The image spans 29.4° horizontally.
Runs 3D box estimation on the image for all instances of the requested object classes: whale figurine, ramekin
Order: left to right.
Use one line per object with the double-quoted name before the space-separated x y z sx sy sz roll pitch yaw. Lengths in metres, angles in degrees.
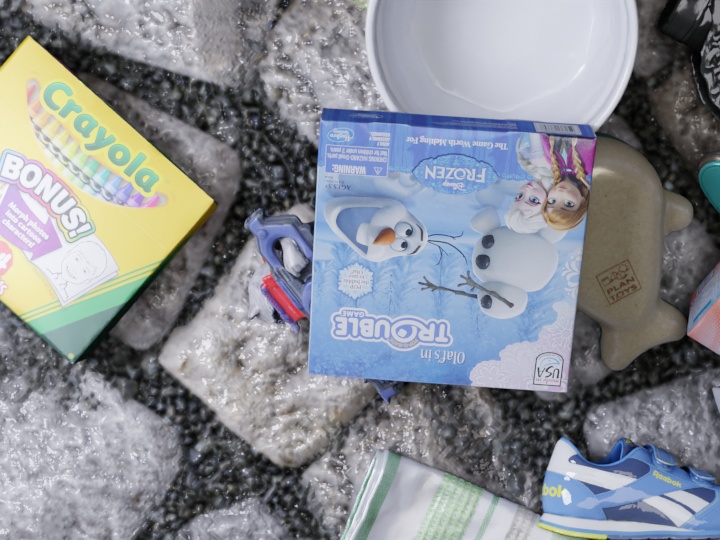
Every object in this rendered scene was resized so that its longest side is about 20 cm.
"ramekin" 0.106 -0.186 1.038 0.199 0.105 0.201 2 109 5
"whale figurine" 0.189 -0.020 1.100 0.159 0.104 0.201 -30 115 6

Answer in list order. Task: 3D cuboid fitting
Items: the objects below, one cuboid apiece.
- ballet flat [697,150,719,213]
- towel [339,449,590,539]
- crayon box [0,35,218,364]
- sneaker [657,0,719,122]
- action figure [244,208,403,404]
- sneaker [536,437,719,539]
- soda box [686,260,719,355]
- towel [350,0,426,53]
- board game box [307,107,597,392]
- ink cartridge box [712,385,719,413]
"ballet flat" 0.352 -0.041 1.104 0.200 0.068 0.069 41 57 -11
"towel" 0.078 0.251 1.128 0.199 0.031 0.150 23 92 0
"crayon box" -0.245 -0.056 1.109 0.200 0.058 0.173 41 91 0
"sneaker" 0.314 -0.225 1.105 0.104 0.060 0.201 30 93 -3
"action figure" 0.000 0.000 1.109 0.193 0.105 0.201 -25 116 8
"sneaker" 0.242 0.176 1.104 0.199 0.074 0.083 3 78 -6
"soda box" 0.332 -0.015 1.040 0.068 0.064 0.200 30 125 -3
"towel" 0.031 -0.277 1.109 0.200 0.036 0.149 37 98 0
"board game box" 0.064 -0.013 1.019 0.199 0.043 0.200 3 110 1
"ink cartridge box" 0.399 0.097 1.038 0.199 0.176 0.084 -20 91 -8
